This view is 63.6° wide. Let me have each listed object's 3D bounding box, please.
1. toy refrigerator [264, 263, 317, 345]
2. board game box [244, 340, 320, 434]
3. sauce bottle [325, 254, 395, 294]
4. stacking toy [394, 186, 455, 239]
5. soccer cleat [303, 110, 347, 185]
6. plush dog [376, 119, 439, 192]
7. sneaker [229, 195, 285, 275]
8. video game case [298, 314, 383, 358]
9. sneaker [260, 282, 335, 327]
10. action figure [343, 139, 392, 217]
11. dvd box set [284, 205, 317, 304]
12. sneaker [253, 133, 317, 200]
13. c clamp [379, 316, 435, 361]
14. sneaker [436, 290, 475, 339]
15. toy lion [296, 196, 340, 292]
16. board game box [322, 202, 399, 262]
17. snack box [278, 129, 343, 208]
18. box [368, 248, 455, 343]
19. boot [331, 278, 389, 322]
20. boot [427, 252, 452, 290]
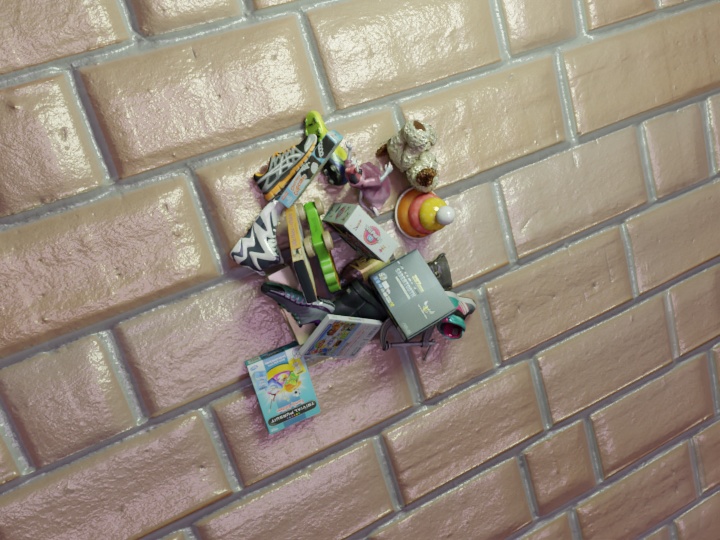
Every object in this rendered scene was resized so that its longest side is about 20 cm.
[{"bbox_3d":[-0.181,0.087,1.509,0.069,0.076,0.203,-26,107,-14],"label":"toy refrigerator"},{"bbox_3d":[-0.205,0.311,1.548,0.149,0.047,0.203,-20,104,-16],"label":"board game box"},{"bbox_3d":[0.000,0.000,1.568,0.198,0.065,0.065,-30,107,-15],"label":"sauce bottle"},{"bbox_3d":[0.187,-0.148,1.542,0.144,0.200,0.149,-3,99,-19],"label":"stacking toy"},{"bbox_3d":[-0.081,-0.318,1.503,0.083,0.064,0.203,-37,107,-43],"label":"soccer cleat"},{"bbox_3d":[0.146,-0.285,1.534,0.159,0.200,0.173,-31,91,20],"label":"plush dog"},{"bbox_3d":[-0.221,-0.077,1.457,0.129,0.079,0.200,38,82,-12],"label":"sneaker"},{"bbox_3d":[-0.049,0.176,1.525,0.198,0.018,0.144,11,127,-45],"label":"video game case"},{"bbox_3d":[-0.162,0.096,1.440,0.197,0.074,0.089,20,96,-22],"label":"sneaker"},{"bbox_3d":[0.000,-0.233,1.480,0.133,0.199,0.150,35,104,20],"label":"action figure"},{"bbox_3d":[-0.145,-0.040,1.415,0.029,0.202,0.148,-14,135,0],"label":"dvd box set"},{"bbox_3d":[-0.185,-0.269,1.445,0.077,0.078,0.200,43,93,-8],"label":"sneaker"},{"bbox_3d":[0.134,0.187,1.611,0.197,0.027,0.173,6,121,-28],"label":"c clamp"},{"bbox_3d":[0.271,0.134,1.634,0.199,0.083,0.123,19,65,-50],"label":"sneaker"},{"bbox_3d":[-0.094,-0.054,1.472,0.068,0.202,0.193,-17,140,2],"label":"toy lion"},{"bbox_3d":[-0.005,-0.099,1.478,0.147,0.200,0.065,41,82,-20],"label":"board game box"},{"bbox_3d":[-0.119,-0.250,1.418,0.037,0.116,0.201,37,107,-6],"label":"snack box"},{"bbox_3d":[0.134,0.065,1.539,0.156,0.051,0.202,-28,74,-12],"label":"box"},{"bbox_3d":[-0.019,0.125,1.577,0.168,0.077,0.200,-40,135,9],"label":"boot"},{"bbox_3d":[0.192,0.064,1.650,0.172,0.069,0.204,-15,110,-26],"label":"boot"}]
